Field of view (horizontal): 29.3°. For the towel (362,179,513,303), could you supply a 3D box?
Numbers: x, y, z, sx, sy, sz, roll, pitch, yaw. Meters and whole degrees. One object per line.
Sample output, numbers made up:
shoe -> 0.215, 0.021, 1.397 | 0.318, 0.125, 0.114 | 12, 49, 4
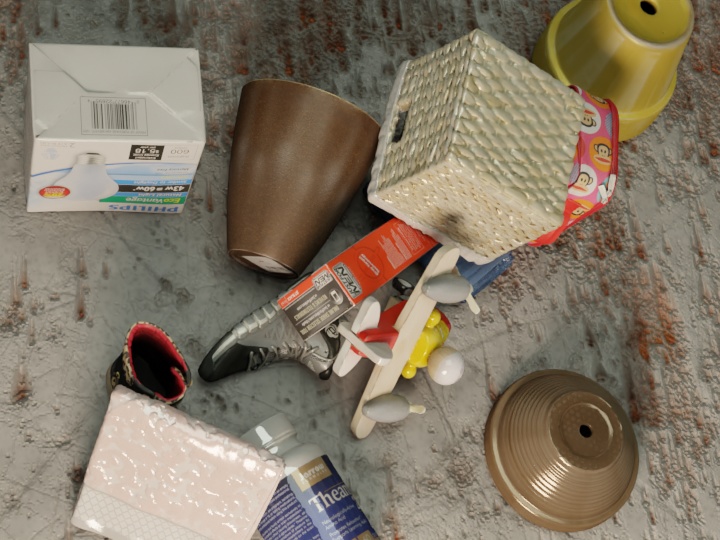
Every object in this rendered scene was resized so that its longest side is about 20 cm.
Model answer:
towel -> 0.098, -0.058, 1.767 | 0.111, 0.049, 0.201 | -36, 81, -26

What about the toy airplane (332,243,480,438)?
toy airplane -> 0.057, 0.086, 1.607 | 0.140, 0.201, 0.200 | 31, 62, 14

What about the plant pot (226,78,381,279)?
plant pot -> -0.087, -0.099, 1.674 | 0.185, 0.187, 0.203 | 19, 76, -7

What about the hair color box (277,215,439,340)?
hair color box -> 0.000, 0.000, 1.642 | 0.062, 0.101, 0.200 | 54, 40, 0

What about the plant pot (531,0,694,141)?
plant pot -> 0.356, -0.307, 1.869 | 0.198, 0.189, 0.204 | 6, 65, -13

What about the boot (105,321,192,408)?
boot -> -0.221, 0.162, 1.521 | 0.072, 0.151, 0.202 | -16, 70, -23

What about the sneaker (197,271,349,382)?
sneaker -> -0.089, 0.096, 1.634 | 0.199, 0.075, 0.116 | -38, 83, -27

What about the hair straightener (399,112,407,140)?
hair straightener -> 0.128, -0.224, 1.859 | 0.198, 0.041, 0.077 | -28, 77, -20

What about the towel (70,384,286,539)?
towel -> -0.201, 0.236, 1.485 | 0.198, 0.193, 0.032 | 24, 28, -3

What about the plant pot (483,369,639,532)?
plant pot -> 0.258, 0.208, 1.672 | 0.198, 0.093, 0.204 | 6, 65, -14

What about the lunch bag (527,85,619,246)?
lunch bag -> 0.244, -0.119, 1.747 | 0.081, 0.200, 0.179 | 17, 63, -24

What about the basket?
basket -> 0.143, -0.145, 1.646 | 0.199, 0.160, 0.201 | 28, 63, -29

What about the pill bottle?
pill bottle -> -0.065, 0.266, 1.543 | 0.110, 0.111, 0.201 | -29, 77, -25

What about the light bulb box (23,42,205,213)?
light bulb box -> -0.294, -0.162, 1.616 | 0.195, 0.200, 0.127 | 0, 68, -16
